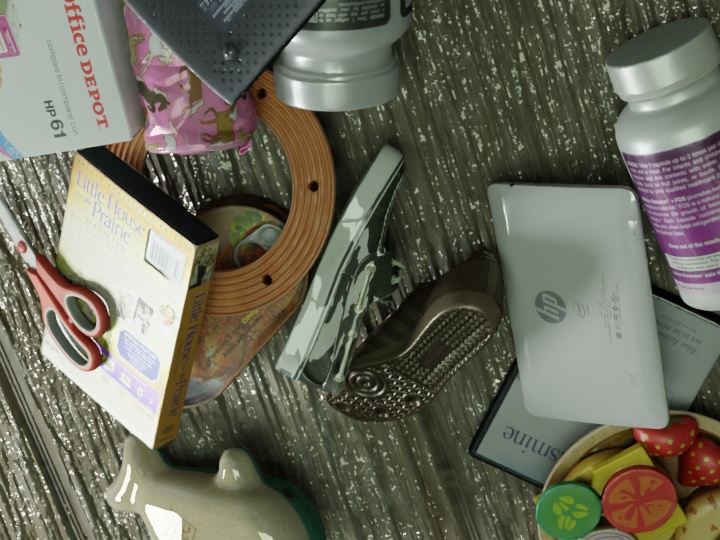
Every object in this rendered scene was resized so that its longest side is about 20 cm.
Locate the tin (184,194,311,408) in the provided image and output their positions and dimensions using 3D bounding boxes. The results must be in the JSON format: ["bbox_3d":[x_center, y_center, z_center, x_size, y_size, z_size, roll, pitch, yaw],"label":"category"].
[{"bbox_3d":[-0.122,0.024,1.759,0.112,0.042,0.200,38,112,-12],"label":"tin"}]

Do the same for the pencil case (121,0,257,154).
[{"bbox_3d":[-0.129,-0.184,1.629,0.086,0.083,0.201,0,101,32],"label":"pencil case"}]

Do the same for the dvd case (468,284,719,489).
[{"bbox_3d":[0.191,0.096,1.752,0.142,0.018,0.200,24,114,-3],"label":"dvd case"}]

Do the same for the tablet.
[{"bbox_3d":[0.168,0.027,1.683,0.130,0.014,0.201,4,115,35],"label":"tablet"}]

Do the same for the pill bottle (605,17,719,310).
[{"bbox_3d":[0.256,-0.081,1.618,0.112,0.112,0.200,-20,109,16],"label":"pill bottle"}]

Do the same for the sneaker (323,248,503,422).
[{"bbox_3d":[0.049,0.054,1.736,0.070,0.076,0.200,37,135,-19],"label":"sneaker"}]

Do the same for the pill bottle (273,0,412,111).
[{"bbox_3d":[-0.019,-0.225,1.596,0.115,0.116,0.201,2,112,7],"label":"pill bottle"}]

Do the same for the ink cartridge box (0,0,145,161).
[{"bbox_3d":[-0.266,-0.165,1.667,0.199,0.085,0.145,-8,111,16],"label":"ink cartridge box"}]

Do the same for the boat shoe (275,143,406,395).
[{"bbox_3d":[0.000,0.000,1.702,0.063,0.071,0.201,23,103,0],"label":"boat shoe"}]

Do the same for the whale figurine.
[{"bbox_3d":[-0.115,0.208,1.815,0.200,0.104,0.160,31,117,22],"label":"whale figurine"}]

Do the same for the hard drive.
[{"bbox_3d":[-0.113,-0.231,1.542,0.200,0.042,0.135,48,115,9],"label":"hard drive"}]

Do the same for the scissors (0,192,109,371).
[{"bbox_3d":[-0.265,-0.005,1.743,0.200,0.014,0.073,47,136,18],"label":"scissors"}]

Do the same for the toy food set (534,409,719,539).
[{"bbox_3d":[0.238,0.203,1.757,0.198,0.049,0.200,-30,115,12],"label":"toy food set"}]

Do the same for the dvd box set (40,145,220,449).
[{"bbox_3d":[-0.183,0.021,1.706,0.146,0.029,0.201,36,129,29],"label":"dvd box set"}]

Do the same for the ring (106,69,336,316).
[{"bbox_3d":[-0.110,-0.065,1.695,0.200,0.019,0.201,2,96,22],"label":"ring"}]
